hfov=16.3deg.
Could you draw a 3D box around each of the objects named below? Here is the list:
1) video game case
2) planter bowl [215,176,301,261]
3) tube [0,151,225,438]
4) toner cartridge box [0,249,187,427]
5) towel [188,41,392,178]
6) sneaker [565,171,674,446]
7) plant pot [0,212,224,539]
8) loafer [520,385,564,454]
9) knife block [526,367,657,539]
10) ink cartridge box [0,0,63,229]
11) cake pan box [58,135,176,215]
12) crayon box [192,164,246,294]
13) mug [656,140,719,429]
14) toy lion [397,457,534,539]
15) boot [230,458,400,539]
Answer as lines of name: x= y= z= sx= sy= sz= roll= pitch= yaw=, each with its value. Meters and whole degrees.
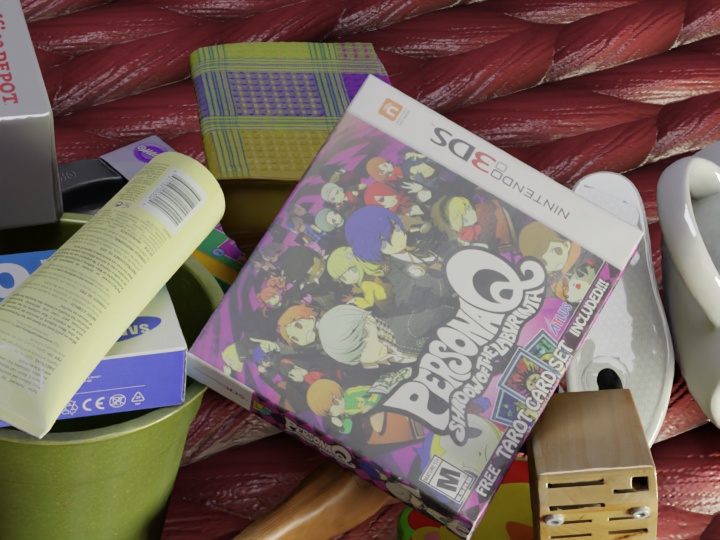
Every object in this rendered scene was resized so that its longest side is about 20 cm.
video game case: x=0.031 y=0.017 z=1.371 sx=0.181 sy=0.036 sz=0.200 roll=31 pitch=69 yaw=7
planter bowl: x=0.000 y=0.000 z=1.510 sx=0.199 sy=0.084 sz=0.200 roll=7 pitch=-4 yaw=1
tube: x=-0.143 y=0.012 z=1.310 sx=0.058 sy=0.052 sz=0.200 roll=-18 pitch=23 yaw=43
toner cartridge box: x=-0.199 y=0.038 z=1.338 sx=0.199 sy=0.043 sz=0.095 roll=-7 pitch=42 yaw=-16
towel: x=-0.039 y=-0.097 z=1.681 sx=0.143 sy=0.023 sz=0.200 roll=-1 pitch=34 yaw=-11
sneaker: x=0.169 y=0.044 z=1.669 sx=0.070 sy=0.099 sz=0.201 roll=-4 pitch=70 yaw=4
plant pot: x=-0.179 y=0.102 z=1.448 sx=0.199 sy=0.191 sz=0.200 roll=4 pitch=38 yaw=-3
loafer: x=0.062 y=0.071 z=1.617 sx=0.063 sy=0.072 sz=0.200 roll=-17 pitch=33 yaw=-25
knife block: x=0.125 y=0.097 z=1.418 sx=0.064 sy=0.200 sz=0.176 roll=-5 pitch=57 yaw=2
ink cartridge box: x=-0.282 y=-0.087 z=1.460 sx=0.199 sy=0.084 sz=0.145 roll=-8 pitch=39 yaw=-13
cake pan box: x=-0.154 y=-0.002 z=1.696 sx=0.184 sy=0.052 sz=0.200 roll=-23 pitch=47 yaw=-35
crayon box: x=-0.054 y=-0.027 z=1.657 sx=0.118 sy=0.058 sz=0.200 roll=27 pitch=42 yaw=23
mug: x=0.255 y=0.007 z=1.631 sx=0.147 sy=0.200 sz=0.176 roll=-26 pitch=39 yaw=30
toy lion: x=0.089 y=0.187 z=1.488 sx=0.200 sy=0.069 sz=0.191 roll=-27 pitch=41 yaw=-34
boot: x=-0.008 y=0.106 z=1.447 sx=0.200 sy=0.188 sz=0.069 roll=-32 pitch=76 yaw=-26
